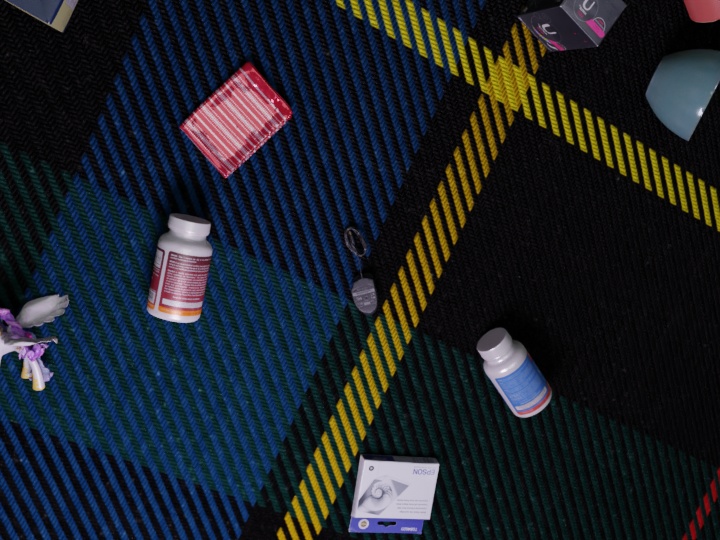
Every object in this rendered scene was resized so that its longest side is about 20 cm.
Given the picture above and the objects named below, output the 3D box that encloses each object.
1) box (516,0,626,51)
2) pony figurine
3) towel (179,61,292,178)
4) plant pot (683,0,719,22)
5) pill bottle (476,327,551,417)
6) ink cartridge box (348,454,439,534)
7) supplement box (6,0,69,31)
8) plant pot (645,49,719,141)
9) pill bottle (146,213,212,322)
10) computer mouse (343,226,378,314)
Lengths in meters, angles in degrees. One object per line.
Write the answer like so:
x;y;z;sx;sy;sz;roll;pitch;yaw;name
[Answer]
0.438;-0.544;1.593;0.122;0.200;0.107;37;91;-18;box
-0.670;0.138;1.486;0.188;0.167;0.204;-2;118;-6;pony figurine
-0.252;-0.309;1.554;0.200;0.022;0.145;-43;108;-2;towel
0.791;-0.664;1.678;0.198;0.201;0.180;-27;118;-7;plant pot
0.359;0.237;1.787;0.112;0.112;0.201;-37;109;-4;pill bottle
0.080;0.545;1.817;0.195;0.041;0.205;6;100;-16;ink cartridge box
-0.592;-0.533;1.320;0.198;0.200;0.136;28;94;-18;supplement box
0.730;-0.416;1.722;0.133;0.200;0.203;28;95;18;plant pot
-0.363;-0.006;1.542;0.111;0.113;0.204;11;100;-16;pill bottle
0.000;0.000;1.688;0.057;0.034;0.204;-10;100;5;computer mouse
